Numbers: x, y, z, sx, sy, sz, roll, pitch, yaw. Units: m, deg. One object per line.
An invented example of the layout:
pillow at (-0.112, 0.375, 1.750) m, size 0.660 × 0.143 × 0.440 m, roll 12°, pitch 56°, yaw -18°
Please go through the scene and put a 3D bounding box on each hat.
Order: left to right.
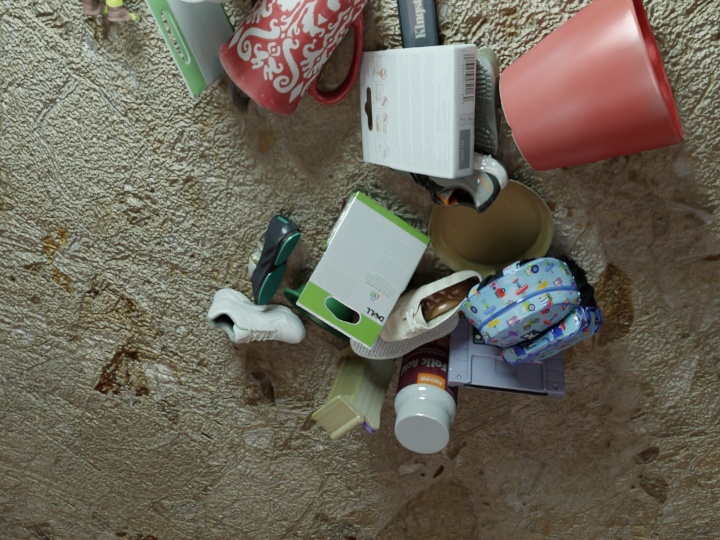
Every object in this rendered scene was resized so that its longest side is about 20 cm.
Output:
hat at (-0.030, 0.012, 1.073) m, size 0.164 × 0.178 × 0.200 m, roll 34°, pitch 166°, yaw -4°

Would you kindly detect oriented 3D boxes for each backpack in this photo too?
backpack at (0.260, 0.061, 0.914) m, size 0.181 × 0.137 × 0.198 m, roll -33°, pitch 156°, yaw 29°

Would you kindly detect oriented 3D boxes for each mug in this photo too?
mug at (-0.072, -0.334, 0.809) m, size 0.200 × 0.176 × 0.135 m, roll -44°, pitch 69°, yaw 29°

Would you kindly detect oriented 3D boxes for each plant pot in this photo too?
plant pot at (0.208, -0.069, 0.946) m, size 0.195 × 0.028 × 0.203 m, roll 6°, pitch 132°, yaw 7°
plant pot at (0.284, -0.226, 0.744) m, size 0.175 × 0.202 × 0.202 m, roll -18°, pitch 119°, yaw 35°

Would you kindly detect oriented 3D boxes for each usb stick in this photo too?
usb stick at (0.077, -0.346, 0.797) m, size 0.054 × 0.033 × 0.204 m, roll -1°, pitch 123°, yaw 15°

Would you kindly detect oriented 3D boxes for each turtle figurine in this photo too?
turtle figurine at (-0.355, -0.439, 0.820) m, size 0.195 × 0.065 × 0.164 m, roll 11°, pitch 125°, yaw 6°

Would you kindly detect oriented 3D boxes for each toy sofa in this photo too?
toy sofa at (-0.007, 0.221, 1.099) m, size 0.098 × 0.201 × 0.082 m, roll 45°, pitch 122°, yaw -12°

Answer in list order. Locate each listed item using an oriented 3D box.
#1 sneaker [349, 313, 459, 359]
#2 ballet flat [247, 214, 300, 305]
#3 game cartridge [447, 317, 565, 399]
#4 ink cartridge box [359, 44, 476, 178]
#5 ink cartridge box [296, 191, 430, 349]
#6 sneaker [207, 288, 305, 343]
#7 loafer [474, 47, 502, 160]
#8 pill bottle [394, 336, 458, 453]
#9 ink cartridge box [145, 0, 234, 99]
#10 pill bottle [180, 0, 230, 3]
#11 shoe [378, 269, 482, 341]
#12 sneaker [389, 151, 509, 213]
sneaker at (0.072, 0.101, 1.039) m, size 0.195 × 0.082 × 0.076 m, roll -12°, pitch 102°, yaw -9°
ballet flat at (-0.164, -0.023, 1.061) m, size 0.072 × 0.074 × 0.201 m, roll 26°, pitch 132°, yaw -5°
game cartridge at (0.252, 0.147, 1.026) m, size 0.195 × 0.132 × 0.039 m, roll 5°, pitch 151°, yaw 5°
ink cartridge box at (0.074, -0.222, 0.817) m, size 0.198 × 0.047 × 0.164 m, roll 23°, pitch 122°, yaw 51°
ink cartridge box at (0.000, 0.000, 0.954) m, size 0.146 × 0.076 × 0.203 m, roll 31°, pitch 84°, yaw -9°
sneaker at (-0.205, 0.111, 1.134) m, size 0.195 × 0.100 × 0.079 m, roll 16°, pitch 126°, yaw 3°
loafer at (0.173, -0.222, 0.834) m, size 0.074 × 0.070 × 0.202 m, roll 20°, pitch 146°, yaw 21°
pill bottle at (0.121, 0.218, 1.064) m, size 0.111 × 0.202 × 0.116 m, roll 6°, pitch 126°, yaw 9°
ink cartridge box at (-0.232, -0.322, 0.785) m, size 0.047 × 0.201 × 0.148 m, roll -11°, pitch 121°, yaw 20°
pill bottle at (-0.172, -0.396, 0.720) m, size 0.111 × 0.202 × 0.116 m, roll 7°, pitch 126°, yaw 9°
shoe at (0.114, 0.056, 0.967) m, size 0.197 × 0.053 × 0.071 m, roll -30°, pitch 93°, yaw 0°
sneaker at (0.115, -0.139, 0.863) m, size 0.198 × 0.080 × 0.074 m, roll 22°, pitch 162°, yaw 36°
